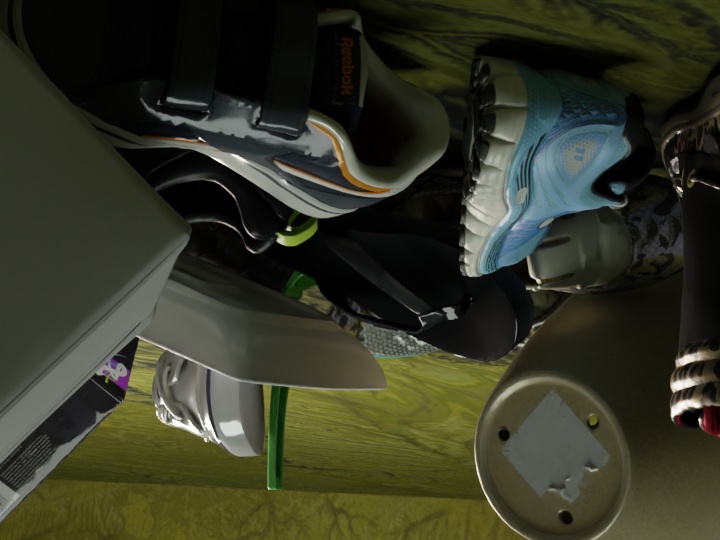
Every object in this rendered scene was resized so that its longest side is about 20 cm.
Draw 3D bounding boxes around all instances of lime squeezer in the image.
[{"bbox_3d":[-0.023,0.030,1.327,0.070,0.201,0.038,34,-167,13],"label":"lime squeezer"}]

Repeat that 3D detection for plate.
[{"bbox_3d":[-0.099,0.013,1.194,0.199,0.033,0.200,23,-175,23],"label":"plate"}]

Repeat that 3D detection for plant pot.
[{"bbox_3d":[0.151,0.081,1.210,0.186,0.189,0.199,-1,-173,35],"label":"plant pot"}]

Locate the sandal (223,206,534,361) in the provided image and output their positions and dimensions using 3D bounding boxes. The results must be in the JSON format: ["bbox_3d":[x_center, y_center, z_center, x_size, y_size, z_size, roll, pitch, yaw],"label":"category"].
[{"bbox_3d":[0.000,0.000,1.169,0.199,0.043,0.076,24,138,24],"label":"sandal"}]

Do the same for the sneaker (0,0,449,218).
[{"bbox_3d":[-0.049,-0.082,0.894,0.199,0.079,0.079,20,154,-40],"label":"sneaker"}]

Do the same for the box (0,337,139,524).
[{"bbox_3d":[-0.188,0.064,1.360,0.036,0.143,0.200,39,-158,-16],"label":"box"}]

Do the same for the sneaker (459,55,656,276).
[{"bbox_3d":[0.092,-0.042,1.039,0.089,0.079,0.200,2,170,1],"label":"sneaker"}]

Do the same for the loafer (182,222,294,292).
[{"bbox_3d":[-0.091,-0.017,1.341,0.072,0.073,0.200,31,158,-13],"label":"loafer"}]

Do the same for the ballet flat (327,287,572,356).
[{"bbox_3d":[0.061,0.014,1.395,0.199,0.073,0.072,1,169,27],"label":"ballet flat"}]

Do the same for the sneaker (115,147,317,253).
[{"bbox_3d":[-0.112,-0.057,0.980,0.198,0.083,0.072,13,158,6],"label":"sneaker"}]

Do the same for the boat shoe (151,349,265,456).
[{"bbox_3d":[-0.092,0.068,1.324,0.065,0.073,0.200,-6,-170,-1],"label":"boat shoe"}]

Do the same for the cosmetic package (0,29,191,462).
[{"bbox_3d":[-0.181,-0.029,0.863,0.199,0.123,0.200,46,166,1],"label":"cosmetic package"}]

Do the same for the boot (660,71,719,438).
[{"bbox_3d":[0.173,0.000,1.007,0.073,0.152,0.200,6,170,-2],"label":"boot"}]

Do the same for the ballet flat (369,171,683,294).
[{"bbox_3d":[0.086,-0.014,1.177,0.199,0.073,0.072,2,169,25],"label":"ballet flat"}]
